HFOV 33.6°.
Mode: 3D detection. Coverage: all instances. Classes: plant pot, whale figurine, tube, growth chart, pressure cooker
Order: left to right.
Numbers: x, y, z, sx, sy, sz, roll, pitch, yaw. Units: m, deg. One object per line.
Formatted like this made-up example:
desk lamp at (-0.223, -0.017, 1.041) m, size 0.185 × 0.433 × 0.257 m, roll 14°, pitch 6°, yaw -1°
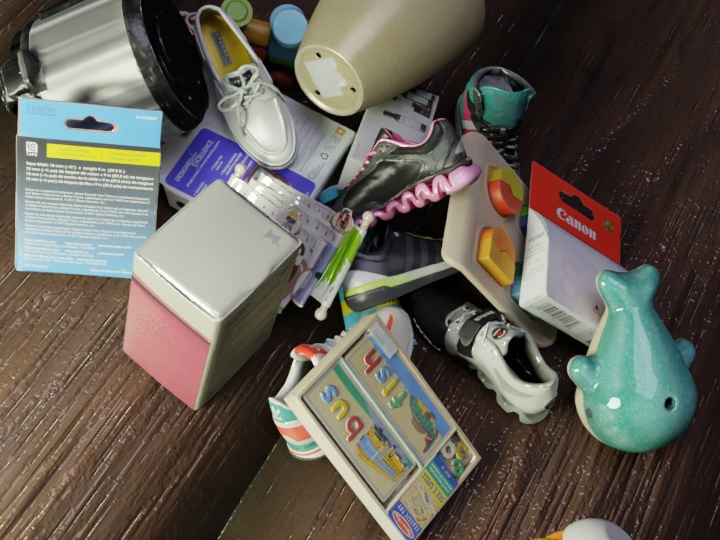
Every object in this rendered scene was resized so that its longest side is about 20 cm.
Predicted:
pressure cooker at (-0.287, -0.206, 1.297) m, size 0.199 × 0.176 × 0.179 m, roll -19°, pitch 37°, yaw 13°
growth chart at (-0.090, -0.028, 1.278) m, size 0.200 × 0.018 × 0.145 m, roll 24°, pitch 95°, yaw 27°
tube at (0.000, 0.000, 1.345) m, size 0.077 × 0.050 × 0.201 m, roll -13°, pitch 69°, yaw -9°
plant pot at (0.015, -0.274, 1.384) m, size 0.187 × 0.187 × 0.200 m, roll 34°, pitch 55°, yaw 9°
whale figurine at (0.300, 0.097, 1.274) m, size 0.159 × 0.104 × 0.201 m, roll -5°, pitch 98°, yaw -20°

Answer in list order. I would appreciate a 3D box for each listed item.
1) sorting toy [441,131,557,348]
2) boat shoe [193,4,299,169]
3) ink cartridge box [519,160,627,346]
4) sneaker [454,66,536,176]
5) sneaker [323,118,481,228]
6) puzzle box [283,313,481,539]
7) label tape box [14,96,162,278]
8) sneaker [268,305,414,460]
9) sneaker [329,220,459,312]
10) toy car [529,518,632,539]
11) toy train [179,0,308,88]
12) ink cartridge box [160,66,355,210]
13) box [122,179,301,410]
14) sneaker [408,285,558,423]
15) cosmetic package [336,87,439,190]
sorting toy at (0.173, -0.036, 1.350) m, size 0.200 × 0.036 × 0.186 m, roll 39°, pitch 48°, yaw -36°
boat shoe at (-0.130, -0.209, 1.332) m, size 0.074 × 0.086 × 0.202 m, roll -24°, pitch 87°, yaw -1°
ink cartridge box at (0.259, -0.017, 1.367) m, size 0.162 × 0.057 × 0.201 m, roll 28°, pitch 59°, yaw -29°
sneaker at (0.169, -0.168, 1.438) m, size 0.083 × 0.121 × 0.201 m, roll -2°, pitch 60°, yaw -14°
sneaker at (0.027, -0.103, 1.287) m, size 0.199 × 0.079 × 0.096 m, roll -22°, pitch 98°, yaw 16°
puzzle box at (0.026, 0.161, 1.205) m, size 0.133 × 0.025 × 0.200 m, roll -45°, pitch 107°, yaw -30°
label tape box at (-0.282, -0.093, 1.238) m, size 0.144 × 0.201 × 0.063 m, roll 5°, pitch 31°, yaw -11°
sneaker at (-0.020, 0.096, 1.230) m, size 0.070 × 0.094 × 0.200 m, roll 16°, pitch 56°, yaw 43°
sneaker at (0.054, -0.021, 1.308) m, size 0.200 × 0.072 × 0.083 m, roll -22°, pitch 89°, yaw -37°
toy car at (0.228, 0.338, 1.140) m, size 0.200 × 0.175 × 0.150 m, roll 53°, pitch 26°, yaw 20°
toy train at (-0.156, -0.294, 1.430) m, size 0.199 × 0.116 × 0.085 m, roll 15°, pitch 79°, yaw -4°
ink cartridge box at (-0.135, -0.133, 1.391) m, size 0.200 × 0.043 × 0.198 m, roll 29°, pitch 57°, yaw 3°
box at (-0.154, 0.028, 1.194) m, size 0.109 × 0.200 × 0.128 m, roll 38°, pitch 57°, yaw 10°
sneaker at (0.141, 0.073, 1.306) m, size 0.200 × 0.089 × 0.074 m, roll 40°, pitch 60°, yaw 15°
cosmetic package at (0.035, -0.154, 1.407) m, size 0.082 × 0.051 × 0.200 m, roll 18°, pitch 39°, yaw 0°
